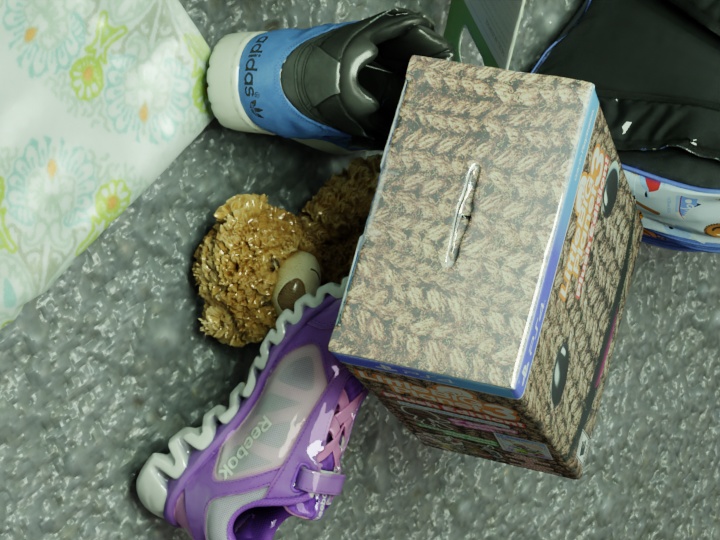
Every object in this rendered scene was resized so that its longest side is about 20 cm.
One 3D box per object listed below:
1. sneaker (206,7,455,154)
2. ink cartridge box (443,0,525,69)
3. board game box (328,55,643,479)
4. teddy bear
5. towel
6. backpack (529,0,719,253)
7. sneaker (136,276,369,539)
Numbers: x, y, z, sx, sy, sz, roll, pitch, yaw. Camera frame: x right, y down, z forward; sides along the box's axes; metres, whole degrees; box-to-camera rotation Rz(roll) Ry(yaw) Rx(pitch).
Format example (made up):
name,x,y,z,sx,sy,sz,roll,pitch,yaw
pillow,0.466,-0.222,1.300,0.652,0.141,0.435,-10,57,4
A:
name,x,y,z,sx,sy,sz,roll,pitch,yaw
sneaker,0.015,-0.103,1.010,0.200,0.111,0.077,0,93,-59
ink cartridge box,0.096,-0.186,1.030,0.048,0.146,0.201,2,120,-11
board game box,0.075,0.005,0.954,0.200,0.096,0.160,49,55,-66
teddy bear,0.000,0.000,1.057,0.200,0.067,0.145,13,125,-49
towel,-0.168,-0.092,0.915,0.200,0.048,0.171,-47,126,-23
backpack,0.216,-0.098,1.166,0.200,0.190,0.154,-57,147,-16
sneaker,-0.032,0.090,1.001,0.200,0.089,0.080,-48,147,13
